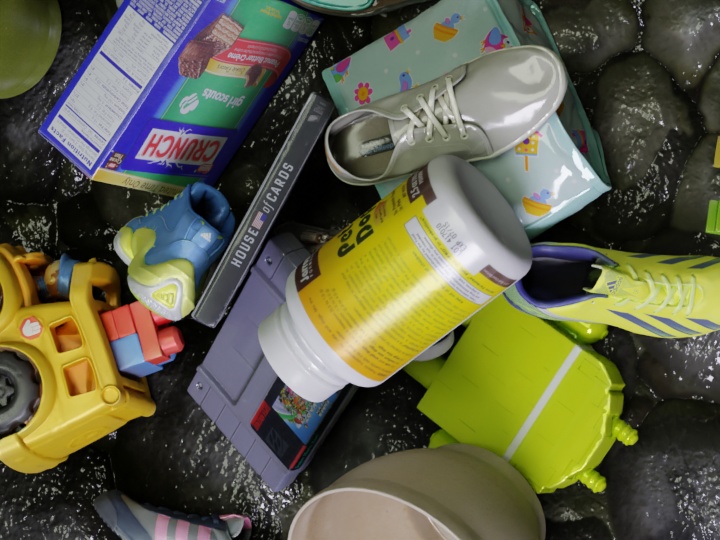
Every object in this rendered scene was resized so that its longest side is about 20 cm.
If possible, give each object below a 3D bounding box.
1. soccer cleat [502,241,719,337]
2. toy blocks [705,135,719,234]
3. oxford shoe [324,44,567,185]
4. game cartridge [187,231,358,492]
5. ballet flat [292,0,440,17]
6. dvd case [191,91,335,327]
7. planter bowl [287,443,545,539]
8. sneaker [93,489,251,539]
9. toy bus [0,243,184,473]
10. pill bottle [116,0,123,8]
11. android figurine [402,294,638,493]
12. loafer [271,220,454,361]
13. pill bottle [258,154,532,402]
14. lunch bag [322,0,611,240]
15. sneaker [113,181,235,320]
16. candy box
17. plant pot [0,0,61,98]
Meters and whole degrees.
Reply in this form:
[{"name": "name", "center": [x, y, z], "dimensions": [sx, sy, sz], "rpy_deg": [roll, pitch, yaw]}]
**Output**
[{"name": "soccer cleat", "center": [0.204, 0.013, 1.358], "dimensions": [0.200, 0.084, 0.065], "rpy_deg": [4, 81, 5]}, {"name": "toy blocks", "center": [0.309, -0.057, 1.285], "dimensions": [0.100, 0.137, 0.200], "rpy_deg": [8, 82, 5]}, {"name": "oxford shoe", "center": [0.059, -0.112, 1.334], "dimensions": [0.200, 0.058, 0.075], "rpy_deg": [-19, 82, 20]}, {"name": "game cartridge", "center": [-0.065, 0.080, 1.481], "dimensions": [0.130, 0.038, 0.200], "rpy_deg": [50, 133, 22]}, {"name": "ballet flat", "center": [0.026, -0.238, 1.474], "dimensions": [0.200, 0.068, 0.068], "rpy_deg": [5, 88, 25]}, {"name": "dvd case", "center": [-0.078, -0.048, 1.456], "dimensions": [0.025, 0.150, 0.200], "rpy_deg": [28, 89, -2]}, {"name": "planter bowl", "center": [0.062, 0.216, 1.385], "dimensions": [0.200, 0.135, 0.200], "rpy_deg": [19, 128, 26]}, {"name": "sneaker", "center": [-0.138, 0.233, 1.542], "dimensions": [0.200, 0.070, 0.082], "rpy_deg": [33, 85, 19]}, {"name": "toy bus", "center": [-0.253, 0.053, 1.567], "dimensions": [0.192, 0.136, 0.200], "rpy_deg": [-23, 76, 9]}, {"name": "pill bottle", "center": [-0.201, -0.316, 1.557], "dimensions": [0.112, 0.112, 0.200], "rpy_deg": [-28, 77, 21]}, {"name": "android figurine", "center": [0.129, 0.096, 1.430], "dimensions": [0.200, 0.041, 0.182], "rpy_deg": [35, 101, 25]}, {"name": "loafer", "center": [0.000, 0.000, 1.456], "dimensions": [0.200, 0.072, 0.063], "rpy_deg": [33, 142, 36]}, {"name": "pill bottle", "center": [0.021, 0.012, 1.330], "dimensions": [0.200, 0.109, 0.109], "rpy_deg": [-38, 74, 19]}, {"name": "lunch bag", "center": [0.091, -0.105, 1.413], "dimensions": [0.170, 0.122, 0.200], "rpy_deg": [-31, 70, 20]}, {"name": "sneaker", "center": [-0.146, -0.028, 1.500], "dimensions": [0.076, 0.200, 0.105], "rpy_deg": [37, 96, -21]}, {"name": "candy box", "center": [-0.147, -0.163, 1.496], "dimensions": [0.077, 0.169, 0.200], "rpy_deg": [43, 106, 24]}, {"name": "plant pot", "center": [-0.369, -0.228, 1.586], "dimensions": [0.200, 0.193, 0.201], "rpy_deg": [-1, 88, 25]}]
